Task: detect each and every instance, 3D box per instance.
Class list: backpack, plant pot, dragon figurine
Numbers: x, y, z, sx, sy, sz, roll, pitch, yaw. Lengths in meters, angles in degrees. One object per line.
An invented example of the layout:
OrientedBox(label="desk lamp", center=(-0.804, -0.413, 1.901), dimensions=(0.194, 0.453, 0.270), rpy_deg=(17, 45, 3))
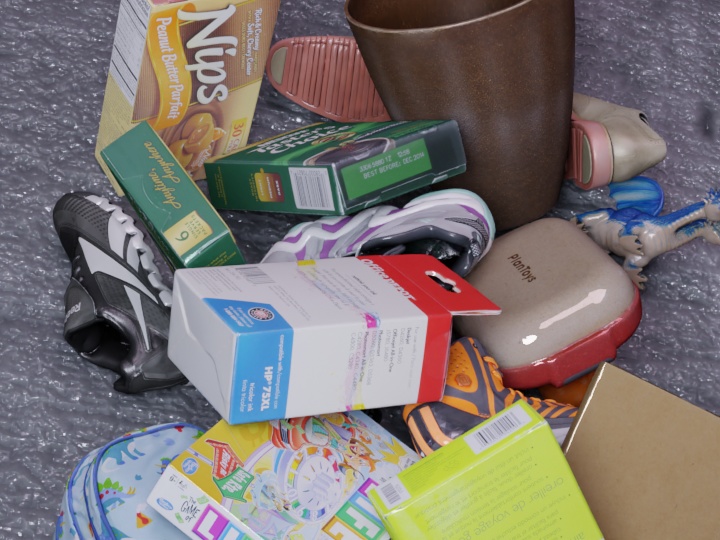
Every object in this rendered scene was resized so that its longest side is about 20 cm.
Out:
OrientedBox(label="backpack", center=(-0.118, 0.199, 1.354), dimensions=(0.162, 0.155, 0.200), rpy_deg=(-14, 37, -28))
OrientedBox(label="plant pot", center=(0.099, -0.142, 1.685), dimensions=(0.185, 0.202, 0.187), rpy_deg=(-12, 26, 6))
OrientedBox(label="dragon figurine", center=(0.221, -0.039, 1.724), dimensions=(0.199, 0.059, 0.099), rpy_deg=(12, 36, 39))

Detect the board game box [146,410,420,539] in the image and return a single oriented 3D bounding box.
OrientedBox(label="board game box", center=(-0.038, 0.142, 1.352), dimensions=(0.134, 0.034, 0.200), rpy_deg=(37, 26, 7))

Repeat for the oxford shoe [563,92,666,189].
OrientedBox(label="oxford shoe", center=(0.204, -0.110, 1.751), dimensions=(0.073, 0.072, 0.200), rpy_deg=(-6, 20, -6))

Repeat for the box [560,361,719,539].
OrientedBox(label="box", center=(0.192, 0.184, 1.406), dimensions=(0.162, 0.201, 0.021), rpy_deg=(25, -1, -8))

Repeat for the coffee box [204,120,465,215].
OrientedBox(label="coffee box", center=(-0.024, -0.082, 1.622), dimensions=(0.122, 0.044, 0.199), rpy_deg=(-21, 13, -29))

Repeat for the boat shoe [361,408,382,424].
OrientedBox(label="boat shoe", center=(-0.016, 0.115, 1.495), dimensions=(0.065, 0.075, 0.201), rpy_deg=(0, 49, -4))

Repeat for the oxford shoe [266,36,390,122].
OrientedBox(label="oxford shoe", center=(0.016, -0.167, 1.799), dimensions=(0.198, 0.071, 0.074), rpy_deg=(11, 20, -7))

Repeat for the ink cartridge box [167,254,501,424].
OrientedBox(label="ink cartridge box", center=(-0.017, 0.042, 1.401), dimensions=(0.198, 0.068, 0.116), rpy_deg=(-4, 23, -26))

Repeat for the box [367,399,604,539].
OrientedBox(label="box", center=(0.102, 0.198, 1.339), dimensions=(0.121, 0.201, 0.048), rpy_deg=(-30, 23, -5))

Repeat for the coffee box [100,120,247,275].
OrientedBox(label="coffee box", center=(-0.115, -0.009, 1.509), dimensions=(0.044, 0.200, 0.123), rpy_deg=(-35, 59, -6))

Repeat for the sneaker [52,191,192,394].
OrientedBox(label="sneaker", center=(-0.192, 0.017, 1.551), dimensions=(0.090, 0.067, 0.200), rpy_deg=(-18, 56, -33))

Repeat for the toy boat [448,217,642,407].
OrientedBox(label="toy boat", center=(0.144, 0.048, 1.587), dimensions=(0.130, 0.132, 0.200), rpy_deg=(-26, 25, -4))

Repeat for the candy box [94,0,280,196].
OrientedBox(label="candy box", center=(-0.138, -0.157, 1.643), dimensions=(0.115, 0.201, 0.055), rpy_deg=(-14, 51, -29))

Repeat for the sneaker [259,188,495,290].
OrientedBox(label="sneaker", center=(0.000, 0.000, 1.542), dimensions=(0.198, 0.078, 0.140), rpy_deg=(-21, 12, 13))

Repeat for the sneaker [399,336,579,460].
OrientedBox(label="sneaker", center=(0.114, 0.097, 1.461), dimensions=(0.199, 0.078, 0.112), rpy_deg=(4, 40, -39))
